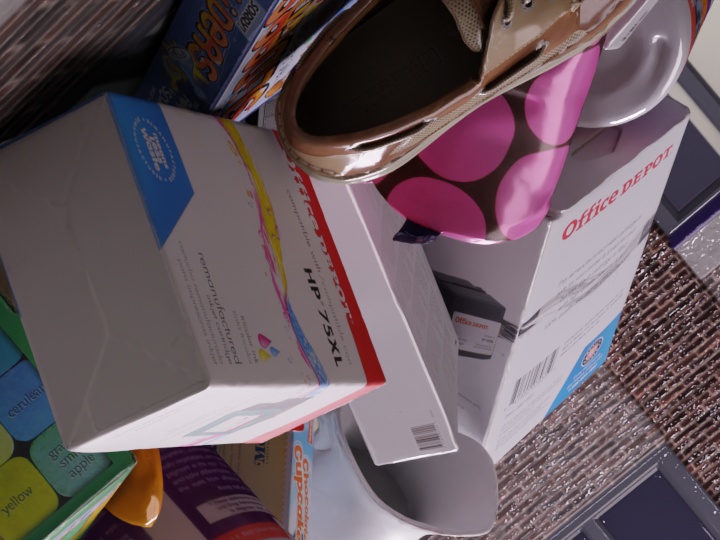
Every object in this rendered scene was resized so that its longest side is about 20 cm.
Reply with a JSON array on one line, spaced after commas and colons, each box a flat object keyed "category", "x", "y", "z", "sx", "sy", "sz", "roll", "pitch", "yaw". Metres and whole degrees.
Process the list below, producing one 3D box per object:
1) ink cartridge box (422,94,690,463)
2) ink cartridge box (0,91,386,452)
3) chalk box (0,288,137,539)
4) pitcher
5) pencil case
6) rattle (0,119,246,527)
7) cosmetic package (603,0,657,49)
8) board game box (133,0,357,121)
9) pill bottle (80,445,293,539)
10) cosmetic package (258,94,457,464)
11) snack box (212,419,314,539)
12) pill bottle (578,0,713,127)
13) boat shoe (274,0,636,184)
[{"category": "ink cartridge box", "x": 0.095, "y": -0.006, "z": 1.294, "sx": 0.145, "sy": 0.083, "sz": 0.201, "roll": -36, "pitch": 151, "yaw": -41}, {"category": "ink cartridge box", "x": -0.058, "y": 0.004, "z": 0.897, "sx": 0.067, "sy": 0.117, "sz": 0.200, "roll": -25, "pitch": 169, "yaw": 21}, {"category": "chalk box", "x": -0.179, "y": 0.081, "z": 0.929, "sx": 0.125, "sy": 0.124, "sz": 0.200, "roll": -39, "pitch": 177, "yaw": -22}, {"category": "pitcher", "x": -0.046, "y": 0.139, "z": 1.288, "sx": 0.200, "sy": 0.171, "sz": 0.122, "roll": -43, "pitch": -164, "yaw": 34}, {"category": "pencil case", "x": 0.062, "y": -0.110, "z": 0.998, "sx": 0.091, "sy": 0.093, "sz": 0.201, "roll": -60, "pitch": 169, "yaw": -61}, {"category": "rattle", "x": -0.082, "y": 0.012, "z": 1.059, "sx": 0.131, "sy": 0.142, "sz": 0.200, "roll": -61, "pitch": 162, "yaw": 22}, {"category": "cosmetic package", "x": 0.149, "y": -0.202, "z": 1.033, "sx": 0.200, "sy": 0.082, "sz": 0.051, "roll": -50, "pitch": 173, "yaw": 13}, {"category": "board game box", "x": -0.015, "y": -0.121, "z": 0.891, "sx": 0.135, "sy": 0.035, "sz": 0.200, "roll": -39, "pitch": 177, "yaw": -24}, {"category": "pill bottle", "x": -0.122, "y": 0.115, "z": 1.110, "sx": 0.111, "sy": 0.200, "sz": 0.112, "roll": -33, "pitch": 150, "yaw": -22}, {"category": "cosmetic package", "x": 0.000, "y": 0.000, "z": 1.158, "sx": 0.050, "sy": 0.201, "sz": 0.083, "roll": -11, "pitch": -139, "yaw": 15}, {"category": "snack box", "x": -0.086, "y": 0.155, "z": 1.175, "sx": 0.115, "sy": 0.202, "sz": 0.037, "roll": -3, "pitch": 159, "yaw": 17}, {"category": "pill bottle", "x": 0.143, "y": -0.169, "z": 1.253, "sx": 0.111, "sy": 0.111, "sz": 0.200, "roll": -42, "pitch": -171, "yaw": 33}, {"category": "boat shoe", "x": 0.049, "y": -0.104, "z": 0.892, "sx": 0.200, "sy": 0.076, "sz": 0.072, "roll": -42, "pitch": 176, "yaw": 5}]
